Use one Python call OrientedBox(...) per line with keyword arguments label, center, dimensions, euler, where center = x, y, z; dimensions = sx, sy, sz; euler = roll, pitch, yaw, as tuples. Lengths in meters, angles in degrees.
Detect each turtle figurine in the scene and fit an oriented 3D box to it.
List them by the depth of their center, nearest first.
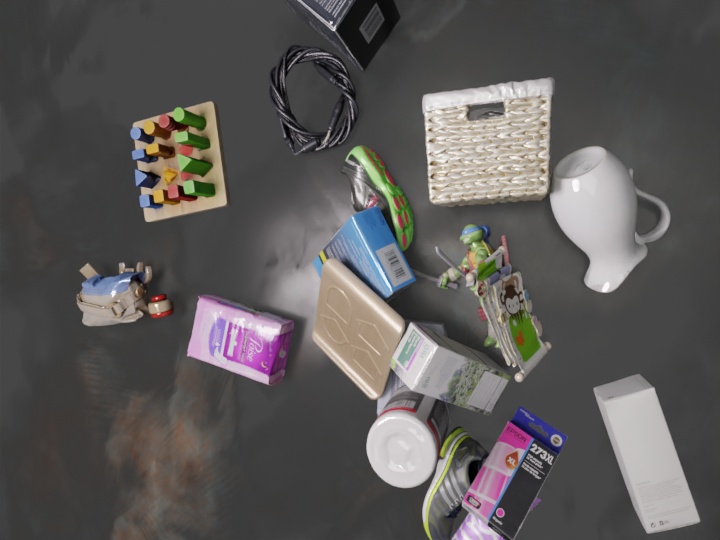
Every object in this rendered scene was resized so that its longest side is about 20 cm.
OrientedBox(label="turtle figurine", center=(0.176, 0.038, 0.949), dimensions=(0.142, 0.197, 0.199), euler=(-27, 89, 49))

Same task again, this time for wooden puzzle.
OrientedBox(label="wooden puzzle", center=(-0.004, 0.099, 0.995), dimensions=(0.184, 0.046, 0.204), euler=(40, 138, 24))

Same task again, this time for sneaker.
OrientedBox(label="sneaker", center=(0.165, 0.381, 0.982), dimensions=(0.080, 0.072, 0.208), euler=(20, 100, 46))
OrientedBox(label="sneaker", center=(0.031, -0.123, 1.029), dimensions=(0.083, 0.076, 0.205), euler=(-34, 79, 32))

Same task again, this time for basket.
OrientedBox(label="basket", center=(0.205, -0.191, 0.903), dimensions=(0.190, 0.199, 0.168), euler=(-2, 93, 16))

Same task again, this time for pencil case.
OrientedBox(label="pencil case", center=(0.221, 0.439, 0.972), dimensions=(0.082, 0.086, 0.204), euler=(26, 99, -18))

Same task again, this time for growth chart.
OrientedBox(label="growth chart", center=(0.235, 0.065, 0.889), dimensions=(0.017, 0.144, 0.205), euler=(-18, 104, 44))

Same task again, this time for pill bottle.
OrientedBox(label="pill bottle", center=(0.084, 0.246, 0.910), dimensions=(0.106, 0.199, 0.116), euler=(2, 98, 16))

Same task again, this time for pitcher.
OrientedBox(label="pitcher", center=(0.387, -0.096, 0.878), dimensions=(0.170, 0.121, 0.203), euler=(-36, 116, -3))

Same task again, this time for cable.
OrientedBox(label="cable", center=(-0.089, -0.326, 1.059), dimensions=(0.158, 0.051, 0.208), euler=(-16, 87, 16))

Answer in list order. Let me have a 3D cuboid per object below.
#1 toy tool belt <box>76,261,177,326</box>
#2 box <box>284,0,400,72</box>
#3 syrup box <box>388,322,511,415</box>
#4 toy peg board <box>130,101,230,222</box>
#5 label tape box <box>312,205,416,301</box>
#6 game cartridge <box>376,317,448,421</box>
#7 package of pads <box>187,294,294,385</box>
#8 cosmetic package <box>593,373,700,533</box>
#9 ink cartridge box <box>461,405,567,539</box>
OrientedBox(label="toy tool belt", center=(-0.473, 0.038, 1.147), dimensions=(0.192, 0.125, 0.128), euler=(-7, 98, 15))
OrientedBox(label="box", center=(-0.052, -0.474, 0.967), dimensions=(0.195, 0.200, 0.125), euler=(41, 100, 10))
OrientedBox(label="syrup box", center=(0.147, 0.162, 0.928), dimensions=(0.081, 0.196, 0.081), euler=(-60, 35, 7))
OrientedBox(label="toy peg board", center=(-0.374, -0.216, 1.122), dimensions=(0.192, 0.098, 0.208), euler=(-8, 89, 16))
OrientedBox(label="label tape box", center=(0.000, 0.000, 1.018), dimensions=(0.147, 0.065, 0.200), euler=(61, 149, 9))
OrientedBox(label="game cartridge", center=(0.098, 0.192, 1.029), dimensions=(0.128, 0.041, 0.209), euler=(5, 93, 19))
OrientedBox(label="package of pads", center=(-0.233, 0.132, 1.103), dimensions=(0.193, 0.075, 0.125), euler=(16, 99, 15))
OrientedBox(label="cosmetic package", center=(0.442, 0.281, 0.895), dimensions=(0.082, 0.107, 0.207), euler=(-18, 88, 15))
OrientedBox(label="ink cartridge box", center=(0.253, 0.322, 0.928), dimensions=(0.093, 0.038, 0.201), euler=(29, 64, 24))
